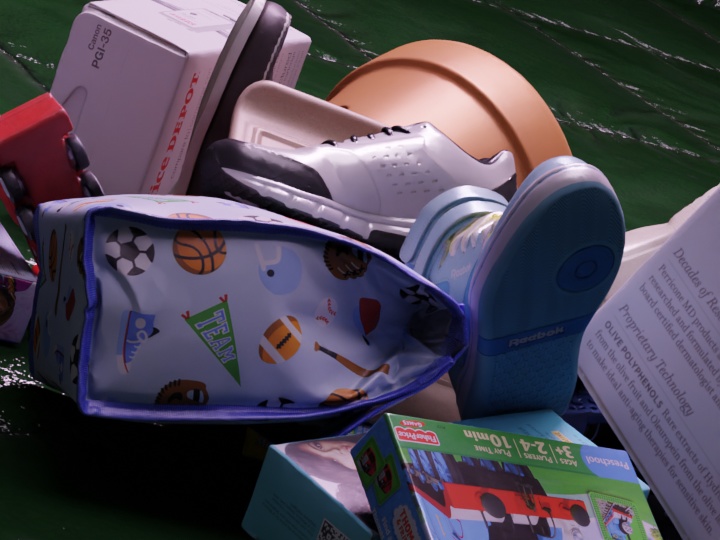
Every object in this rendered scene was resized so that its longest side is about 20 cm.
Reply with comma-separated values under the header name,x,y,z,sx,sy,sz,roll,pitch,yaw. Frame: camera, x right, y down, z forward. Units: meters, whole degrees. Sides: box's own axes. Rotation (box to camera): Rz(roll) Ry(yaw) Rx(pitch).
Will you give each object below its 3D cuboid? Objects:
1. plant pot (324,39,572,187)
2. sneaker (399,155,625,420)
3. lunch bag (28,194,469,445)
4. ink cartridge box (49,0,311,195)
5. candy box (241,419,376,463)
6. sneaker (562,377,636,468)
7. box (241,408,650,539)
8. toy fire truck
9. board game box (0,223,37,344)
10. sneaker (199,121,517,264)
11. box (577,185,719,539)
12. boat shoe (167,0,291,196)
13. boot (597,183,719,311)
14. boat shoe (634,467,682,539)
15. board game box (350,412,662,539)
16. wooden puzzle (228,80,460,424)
name,x,y,z,sx,sy,sz,roll,pitch,yaw
plant pot,0.020,-0.035,1.678,0.200,0.201,0.140,31,33,29
sneaker,0.070,-0.015,1.370,0.079,0.200,0.131,-8,52,-20
lunch bag,-0.060,0.025,1.354,0.199,0.124,0.170,2,4,-17
ink cartridge box,-0.127,-0.098,1.735,0.083,0.147,0.200,26,16,17
candy box,-0.010,0.081,1.510,0.102,0.026,0.200,24,15,-5
sneaker,0.192,0.105,1.651,0.199,0.078,0.070,-3,21,-8
box,0.045,0.117,1.306,0.200,0.049,0.082,-4,32,-44
toy fire truck,-0.190,-0.063,1.486,0.049,0.200,0.141,-28,31,-13
board game box,-0.299,-0.036,1.479,0.199,0.041,0.200,15,17,-28
sneaker,0.002,-0.048,1.475,0.199,0.080,0.074,14,-11,-28
box,0.262,0.073,1.428,0.199,0.171,0.200,20,30,-46
boat shoe,-0.076,-0.072,1.608,0.060,0.202,0.072,21,23,-3
boot,0.159,0.029,1.541,0.154,0.200,0.072,-22,64,-14
boat shoe,0.139,0.122,1.517,0.199,0.057,0.067,23,15,3
board game box,0.090,0.162,1.202,0.151,0.037,0.200,11,45,-36
wooden puzzle,0.000,0.000,1.523,0.185,0.037,0.200,20,50,-14
